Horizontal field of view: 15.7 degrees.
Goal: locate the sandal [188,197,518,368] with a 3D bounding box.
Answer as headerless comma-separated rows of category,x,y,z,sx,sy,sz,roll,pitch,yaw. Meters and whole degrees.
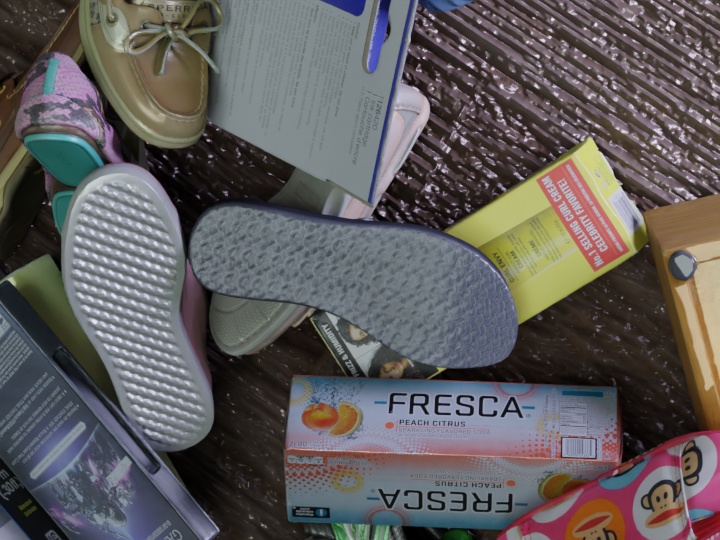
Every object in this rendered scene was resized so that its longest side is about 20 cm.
sandal,0.000,-0.001,1.526,0.199,0.043,0.076,19,102,3

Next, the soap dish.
soap dish,0.271,0.024,1.484,0.199,0.081,0.158,-13,99,19

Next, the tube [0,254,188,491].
tube,-0.167,0.087,1.639,0.052,0.058,0.201,-31,93,0

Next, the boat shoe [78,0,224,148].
boat shoe,-0.126,-0.171,1.533,0.063,0.073,0.201,-32,69,49

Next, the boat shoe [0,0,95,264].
boat shoe,-0.214,-0.091,1.615,0.067,0.072,0.201,36,109,10

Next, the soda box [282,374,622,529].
soda box,0.055,0.109,1.550,0.199,0.064,0.069,3,134,4

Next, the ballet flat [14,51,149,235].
ballet flat,-0.161,-0.070,1.572,0.069,0.200,0.072,3,67,10

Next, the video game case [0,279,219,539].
video game case,-0.182,0.111,1.625,0.200,0.019,0.143,49,146,0

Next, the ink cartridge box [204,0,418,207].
ink cartridge box,-0.023,-0.160,1.504,0.200,0.047,0.199,28,112,42

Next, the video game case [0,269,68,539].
video game case,-0.246,0.093,1.701,0.143,0.017,0.200,-36,90,22

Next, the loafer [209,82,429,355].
loafer,-0.021,-0.028,1.576,0.072,0.063,0.201,50,120,38

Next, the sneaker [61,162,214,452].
sneaker,-0.136,0.004,1.581,0.075,0.105,0.201,-13,125,0

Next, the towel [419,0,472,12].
towel,0.126,-0.205,1.456,0.199,0.112,0.049,-22,97,22

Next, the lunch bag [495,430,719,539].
lunch bag,0.196,0.171,1.510,0.200,0.176,0.082,-30,52,32

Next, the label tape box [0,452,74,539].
label tape box,-0.252,0.177,1.636,0.063,0.144,0.200,-41,90,22

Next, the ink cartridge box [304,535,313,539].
ink cartridge box,-0.095,0.246,1.637,0.199,0.116,0.068,-31,94,23

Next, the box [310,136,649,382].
box,0.072,0.004,1.559,0.199,0.050,0.075,-31,93,22

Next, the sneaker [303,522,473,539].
sneaker,0.041,0.211,1.606,0.085,0.078,0.201,-25,94,21
